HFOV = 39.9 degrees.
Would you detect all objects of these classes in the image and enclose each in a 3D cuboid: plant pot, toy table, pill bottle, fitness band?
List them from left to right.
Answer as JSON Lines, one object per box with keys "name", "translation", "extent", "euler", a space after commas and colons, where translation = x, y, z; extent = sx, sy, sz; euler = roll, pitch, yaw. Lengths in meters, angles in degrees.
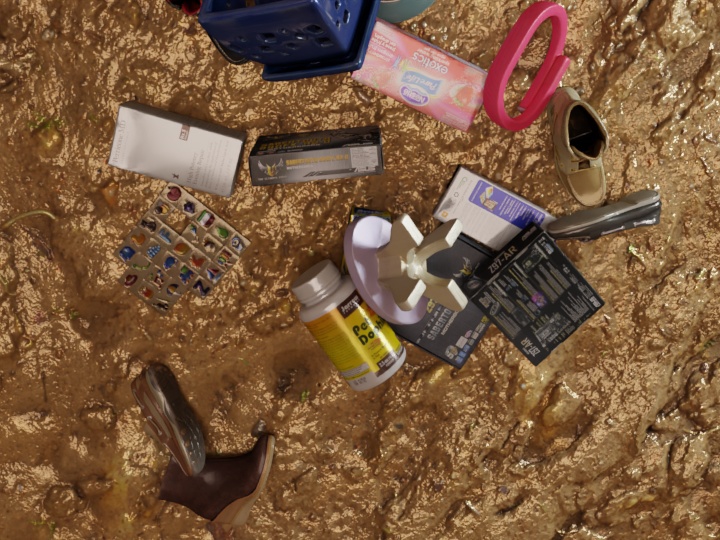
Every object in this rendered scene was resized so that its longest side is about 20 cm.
{"name": "plant pot", "translation": [-0.084, -0.386, 1.410], "extent": [0.200, 0.200, 0.180], "euler": [-2, 152, 31]}
{"name": "pill bottle", "translation": [-0.022, 0.084, 1.566], "extent": [0.109, 0.109, 0.200], "euler": [-33, 104, 10]}
{"name": "toy table", "translation": [0.075, -0.005, 1.520], "extent": [0.117, 0.184, 0.200], "euler": [-7, 140, 46]}
{"name": "fitness band", "translation": [0.254, -0.308, 1.497], "extent": [0.144, 0.037, 0.200], "euler": [30, 89, -52]}

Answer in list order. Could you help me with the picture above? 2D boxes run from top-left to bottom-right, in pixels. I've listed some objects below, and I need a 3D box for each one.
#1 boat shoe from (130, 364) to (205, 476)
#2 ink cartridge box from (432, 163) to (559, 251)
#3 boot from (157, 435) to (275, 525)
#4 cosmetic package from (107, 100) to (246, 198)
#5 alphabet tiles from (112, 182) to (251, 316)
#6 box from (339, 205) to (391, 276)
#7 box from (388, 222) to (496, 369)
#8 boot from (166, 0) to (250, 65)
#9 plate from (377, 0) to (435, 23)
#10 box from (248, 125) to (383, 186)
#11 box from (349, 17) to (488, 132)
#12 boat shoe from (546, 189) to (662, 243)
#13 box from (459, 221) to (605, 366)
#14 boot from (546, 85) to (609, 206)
{"name": "boat shoe", "translation": [-0.331, 0.262, 1.701], "extent": [0.072, 0.076, 0.200], "euler": [-27, 84, 18]}
{"name": "ink cartridge box", "translation": [0.225, -0.086, 1.618], "extent": [0.200, 0.037, 0.095], "euler": [28, 104, -5]}
{"name": "boot", "translation": [-0.251, 0.351, 1.735], "extent": [0.166, 0.072, 0.200], "euler": [22, 109, -8]}
{"name": "cosmetic package", "translation": [-0.289, -0.192, 1.569], "extent": [0.200, 0.074, 0.102], "euler": [14, 106, -5]}
{"name": "alphabet tiles", "translation": [-0.308, -0.024, 1.655], "extent": [0.167, 0.008, 0.200], "euler": [39, 104, -11]}
{"name": "box", "translation": [0.000, 0.000, 1.631], "extent": [0.070, 0.064, 0.200], "euler": [10, 107, -2]}
{"name": "box", "translation": [0.151, 0.044, 1.649], "extent": [0.158, 0.051, 0.200], "euler": [30, 104, -8]}
{"name": "boot", "translation": [-0.227, -0.391, 1.463], "extent": [0.073, 0.151, 0.200], "euler": [-17, 105, 14]}
{"name": "plate", "translation": [0.040, -0.477, 1.505], "extent": [0.200, 0.026, 0.201], "euler": [0, 108, 1]}
{"name": "box", "translation": [-0.065, -0.179, 1.527], "extent": [0.200, 0.158, 0.048], "euler": [-5, 109, 2]}
{"name": "box", "translation": [0.091, -0.300, 1.514], "extent": [0.200, 0.103, 0.095], "euler": [24, 106, -10]}
{"name": "boat shoe", "translation": [0.396, -0.073, 1.589], "extent": [0.200, 0.067, 0.057], "euler": [-19, 110, -11]}
{"name": "box", "translation": [0.283, 0.041, 1.612], "extent": [0.160, 0.044, 0.200], "euler": [-43, 121, 6]}
{"name": "boot", "translation": [0.344, -0.177, 1.526], "extent": [0.073, 0.155, 0.200], "euler": [-16, 107, 5]}
